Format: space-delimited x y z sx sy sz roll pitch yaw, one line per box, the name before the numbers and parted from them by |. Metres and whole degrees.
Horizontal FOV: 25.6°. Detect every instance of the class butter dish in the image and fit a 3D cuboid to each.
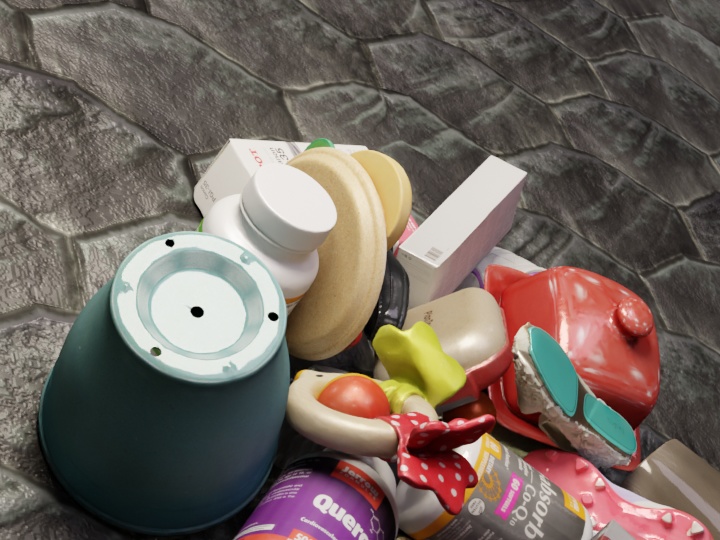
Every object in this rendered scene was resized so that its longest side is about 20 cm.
butter dish | 0.236 0.075 1.603 0.199 0.148 0.201 21 51 -25

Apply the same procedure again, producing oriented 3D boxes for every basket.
basket | 0.346 0.276 1.573 0.180 0.136 0.200 -30 66 -32

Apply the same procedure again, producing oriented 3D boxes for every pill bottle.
pill bottle | -0.038 0.222 1.279 0.112 0.113 0.200 38 33 0
pill bottle | 0.136 0.233 1.426 0.200 0.116 0.117 36 32 -14
pill bottle | -0.106 0.004 1.399 0.111 0.200 0.111 25 34 -19

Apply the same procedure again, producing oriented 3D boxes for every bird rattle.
bird rattle | 0.017 0.129 1.307 0.162 0.113 0.200 7 24 -5

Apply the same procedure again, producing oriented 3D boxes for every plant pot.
plant pot | -0.140 0.074 1.235 0.199 0.188 0.201 9 54 -13

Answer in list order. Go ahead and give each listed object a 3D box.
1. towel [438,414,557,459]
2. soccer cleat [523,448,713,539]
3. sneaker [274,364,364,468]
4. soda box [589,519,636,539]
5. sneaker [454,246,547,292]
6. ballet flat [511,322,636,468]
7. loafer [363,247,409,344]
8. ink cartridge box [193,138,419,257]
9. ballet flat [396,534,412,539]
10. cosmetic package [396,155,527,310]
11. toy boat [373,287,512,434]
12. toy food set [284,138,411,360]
towel | 0.128 0.180 1.565 0.199 0.037 0.149 10 43 -37
soccer cleat | 0.242 0.232 1.507 0.199 0.067 0.077 22 -15 24
sneaker | -0.047 0.126 1.439 0.082 0.075 0.200 48 22 26
soda box | 0.161 0.296 1.299 0.063 0.200 0.070 41 33 4
sneaker | 0.116 0.009 1.752 0.199 0.075 0.100 7 19 -35
ballet flat | 0.188 0.131 1.506 0.200 0.072 0.072 46 26 -31
loafer | 0.000 0.000 1.491 0.070 0.068 0.201 12 34 -19
ink cartridge box | -0.051 -0.054 1.634 0.199 0.083 0.147 -2 51 -46
ballet flat | 0.042 0.295 1.327 0.067 0.046 0.200 28 34 -17
cosmetic package | 0.099 -0.034 1.642 0.050 0.083 0.200 27 43 18
toy boat | 0.088 0.102 1.498 0.200 0.130 0.131 -81 150 -73
toy food set | -0.037 -0.019 1.444 0.048 0.201 0.198 4 7 -41
